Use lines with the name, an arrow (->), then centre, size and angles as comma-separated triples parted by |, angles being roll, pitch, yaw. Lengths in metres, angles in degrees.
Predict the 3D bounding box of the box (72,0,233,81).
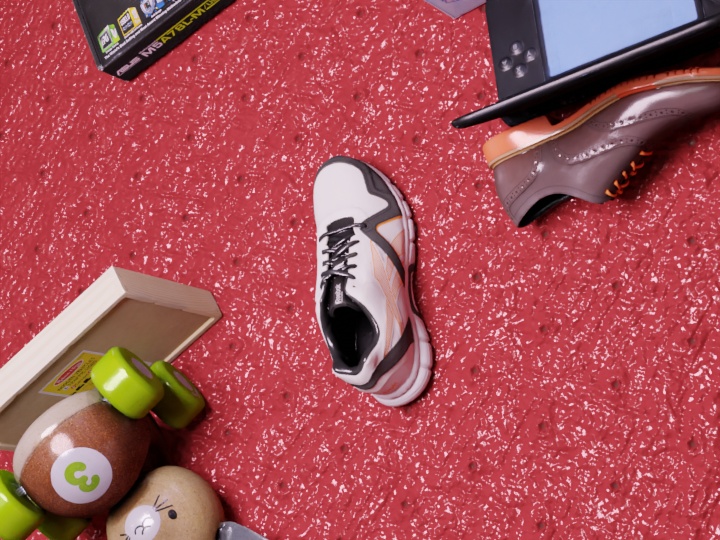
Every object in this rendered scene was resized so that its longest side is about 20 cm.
box -> -0.173, -0.297, 1.397 | 0.200, 0.047, 0.193 | -32, 67, 22

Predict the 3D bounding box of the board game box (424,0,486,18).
board game box -> 0.096, -0.263, 1.125 | 0.200, 0.199, 0.041 | -24, 69, 26

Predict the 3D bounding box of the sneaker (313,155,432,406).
sneaker -> 0.000, 0.000, 1.204 | 0.074, 0.080, 0.200 | -27, 65, 27

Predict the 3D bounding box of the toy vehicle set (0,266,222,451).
toy vehicle set -> -0.221, 0.078, 1.300 | 0.200, 0.124, 0.027 | -41, 61, 18

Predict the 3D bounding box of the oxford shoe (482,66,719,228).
oxford shoe -> 0.181, -0.086, 1.119 | 0.200, 0.071, 0.073 | -21, 78, 36

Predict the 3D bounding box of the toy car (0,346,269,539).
toy car -> -0.163, 0.189, 1.236 | 0.164, 0.158, 0.200 | -46, 71, 4

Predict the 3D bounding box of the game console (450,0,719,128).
game console -> 0.162, -0.179, 1.096 | 0.200, 0.116, 0.176 | -19, 59, 25
